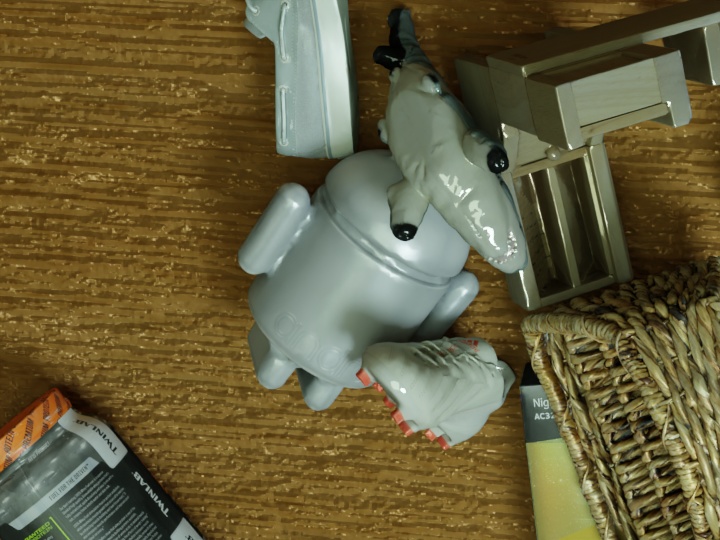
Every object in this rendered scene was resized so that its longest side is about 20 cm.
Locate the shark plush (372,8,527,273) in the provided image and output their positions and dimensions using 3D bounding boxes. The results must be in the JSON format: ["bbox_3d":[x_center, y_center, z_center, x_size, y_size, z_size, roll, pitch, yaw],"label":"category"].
[{"bbox_3d":[0.047,-0.085,1.199,0.091,0.083,0.200,-47,52,18],"label":"shark plush"}]

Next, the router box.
[{"bbox_3d":[0.219,0.140,1.284,0.199,0.052,0.158,-5,105,12],"label":"router box"}]

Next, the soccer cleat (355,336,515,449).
[{"bbox_3d":[0.053,0.071,1.230,0.078,0.200,0.069,-43,70,4],"label":"soccer cleat"}]

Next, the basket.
[{"bbox_3d":[0.196,0.112,1.177,0.148,0.143,0.201,-18,100,14],"label":"basket"}]

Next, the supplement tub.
[{"bbox_3d":[-0.198,0.193,1.344,0.122,0.123,0.200,-36,98,19],"label":"supplement tub"}]

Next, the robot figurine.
[{"bbox_3d":[0.000,0.000,1.251,0.169,0.113,0.200,24,113,-28],"label":"robot figurine"}]

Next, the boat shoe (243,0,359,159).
[{"bbox_3d":[-0.045,-0.170,1.230,0.071,0.070,0.202,-5,109,7],"label":"boat shoe"}]

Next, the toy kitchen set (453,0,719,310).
[{"bbox_3d":[0.181,-0.069,1.161,0.162,0.200,0.182,-17,105,-10],"label":"toy kitchen set"}]
